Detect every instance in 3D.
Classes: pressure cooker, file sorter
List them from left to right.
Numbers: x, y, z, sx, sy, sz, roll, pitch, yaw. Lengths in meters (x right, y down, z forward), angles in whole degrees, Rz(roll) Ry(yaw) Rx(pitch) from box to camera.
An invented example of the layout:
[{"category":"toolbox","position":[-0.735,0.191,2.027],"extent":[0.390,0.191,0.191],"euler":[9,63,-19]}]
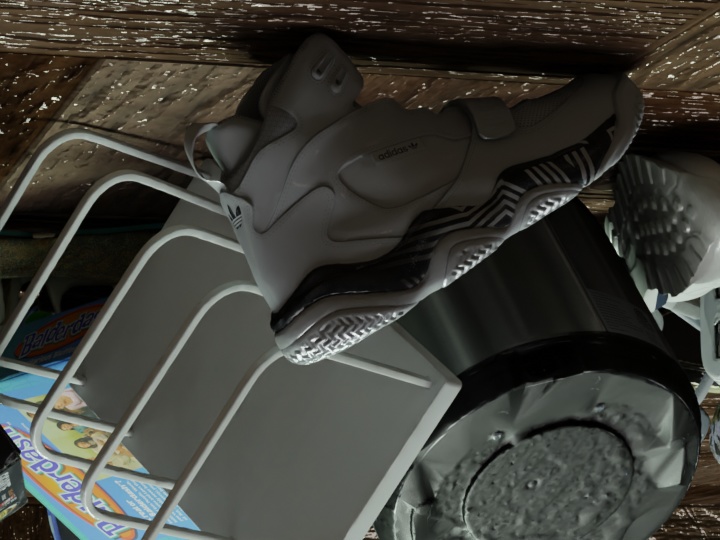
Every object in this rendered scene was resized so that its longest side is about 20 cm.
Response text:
[{"category":"file sorter","position":[-0.084,0.042,1.117],"extent":[0.124,0.139,0.200],"euler":[19,-162,-49]},{"category":"pressure cooker","position":[0.065,0.044,1.229],"extent":[0.178,0.200,0.176],"euler":[-22,136,-3]}]

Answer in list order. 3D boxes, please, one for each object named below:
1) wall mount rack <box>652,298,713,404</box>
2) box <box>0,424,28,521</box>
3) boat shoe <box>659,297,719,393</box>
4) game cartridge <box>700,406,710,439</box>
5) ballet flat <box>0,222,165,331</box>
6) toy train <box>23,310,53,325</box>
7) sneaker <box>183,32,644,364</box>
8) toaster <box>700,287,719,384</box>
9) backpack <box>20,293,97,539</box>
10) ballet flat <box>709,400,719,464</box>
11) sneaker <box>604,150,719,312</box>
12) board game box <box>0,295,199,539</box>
[{"category":"wall mount rack","position":[0.122,0.013,1.436],"extent":[0.174,0.075,0.200],"euler":[35,-172,28]},{"category":"box","position":[-0.230,0.032,1.141],"extent":[0.050,0.199,0.200],"euler":[-36,175,-11]},{"category":"boat shoe","position":[0.287,0.042,1.638],"extent":[0.200,0.073,0.065],"euler":[-1,157,-11]},{"category":"game cartridge","position":[0.132,0.059,1.585],"extent":[0.133,0.041,0.200],"euler":[29,-177,37]},{"category":"ballet flat","position":[-0.178,0.006,1.349],"extent":[0.200,0.071,0.071],"euler":[0,170,-8]},{"category":"toy train","position":[-0.106,0.055,1.384],"extent":[0.199,0.057,0.042],"euler":[0,-158,7]},{"category":"sneaker","position":[0.023,-0.057,1.011],"extent":[0.200,0.115,0.075],"euler":[-35,-176,-22]},{"category":"toaster","position":[0.279,0.020,1.368],"extent":[0.129,0.114,0.200],"euler":[7,169,-22]},{"category":"backpack","position":[-0.103,0.095,1.486],"extent":[0.183,0.200,0.147],"euler":[-4,-170,9]},{"category":"ballet flat","position":[0.291,0.056,1.561],"extent":[0.200,0.072,0.072],"euler":[-39,153,24]},{"category":"sneaker","position":[0.177,-0.027,1.242],"extent":[0.080,0.077,0.200],"euler":[-14,174,-3]},{"category":"board game box","position":[-0.112,0.082,1.317],"extent":[0.200,0.045,0.152],"euler":[-17,127,37]}]
